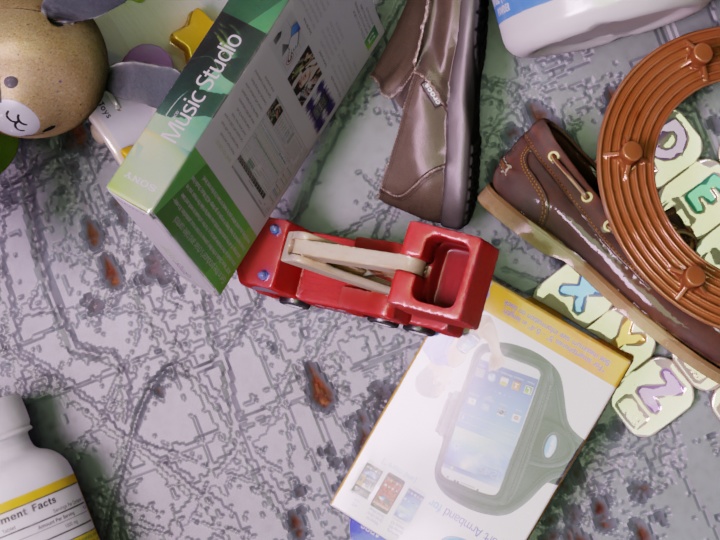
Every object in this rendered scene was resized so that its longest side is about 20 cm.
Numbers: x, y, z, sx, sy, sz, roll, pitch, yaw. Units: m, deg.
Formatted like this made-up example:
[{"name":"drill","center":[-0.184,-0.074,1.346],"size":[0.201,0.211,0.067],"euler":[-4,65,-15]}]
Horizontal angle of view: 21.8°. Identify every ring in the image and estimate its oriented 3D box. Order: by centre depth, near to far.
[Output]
[{"name":"ring","center":[0.239,-0.057,1.115],"size":[0.200,0.019,0.201],"euler":[3,72,-9]}]

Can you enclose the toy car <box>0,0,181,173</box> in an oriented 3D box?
[{"name":"toy car","center":[-0.199,-0.101,1.052],"size":[0.200,0.164,0.158],"euler":[-12,50,19]}]

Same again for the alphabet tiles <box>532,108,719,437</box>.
[{"name":"alphabet tiles","center":[0.215,0.003,1.165],"size":[0.196,0.015,0.200],"euler":[-38,86,7]}]

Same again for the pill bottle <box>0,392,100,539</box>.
[{"name":"pill bottle","center":[-0.220,0.185,1.182],"size":[0.112,0.112,0.200],"euler":[-22,88,8]}]

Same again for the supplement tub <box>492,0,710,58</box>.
[{"name":"supplement tub","center":[0.125,-0.237,1.113],"size":[0.132,0.132,0.200],"euler":[-16,89,8]}]

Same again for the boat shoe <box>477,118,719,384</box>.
[{"name":"boat shoe","center":[0.166,-0.011,1.129],"size":[0.200,0.070,0.070],"euler":[39,103,6]}]

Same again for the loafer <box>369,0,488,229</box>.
[{"name":"loafer","center":[0.040,-0.127,1.156],"size":[0.071,0.073,0.200],"euler":[3,91,8]}]

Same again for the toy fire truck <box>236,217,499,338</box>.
[{"name":"toy fire truck","center":[0.000,0.000,1.107],"size":[0.200,0.141,0.049],"euler":[12,83,27]}]

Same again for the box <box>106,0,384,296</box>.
[{"name":"box","center":[-0.061,-0.096,1.079],"size":[0.036,0.144,0.200],"euler":[26,77,19]}]

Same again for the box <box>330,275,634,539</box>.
[{"name":"box","center":[0.070,0.111,1.172],"size":[0.119,0.041,0.200],"euler":[30,95,9]}]

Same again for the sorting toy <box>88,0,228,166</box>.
[{"name":"sorting toy","center":[-0.099,-0.139,1.178],"size":[0.180,0.107,0.200],"euler":[-34,87,-12]}]
